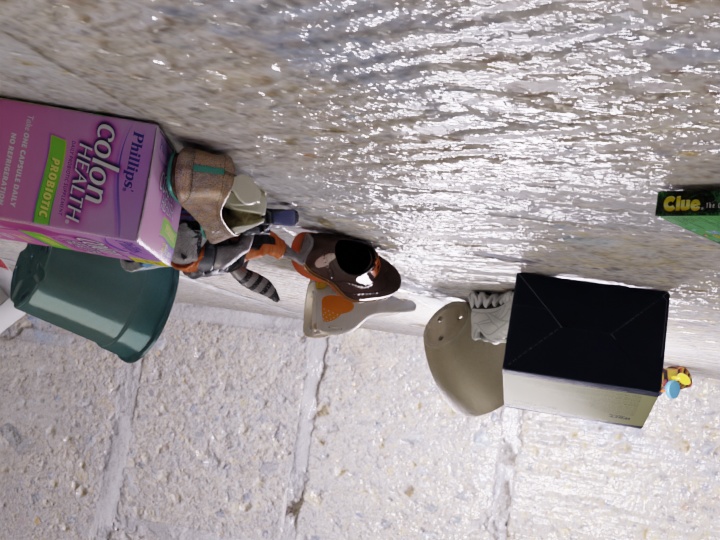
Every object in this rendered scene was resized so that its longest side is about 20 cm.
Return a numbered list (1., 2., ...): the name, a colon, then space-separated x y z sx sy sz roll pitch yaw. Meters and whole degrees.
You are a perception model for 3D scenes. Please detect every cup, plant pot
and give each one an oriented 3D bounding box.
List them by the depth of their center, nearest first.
1. plant pot: -0.406 0.015 1.529 0.195 0.202 0.200 24 166 -34
2. cup: 0.193 0.137 1.805 0.143 0.201 0.200 44 155 -29

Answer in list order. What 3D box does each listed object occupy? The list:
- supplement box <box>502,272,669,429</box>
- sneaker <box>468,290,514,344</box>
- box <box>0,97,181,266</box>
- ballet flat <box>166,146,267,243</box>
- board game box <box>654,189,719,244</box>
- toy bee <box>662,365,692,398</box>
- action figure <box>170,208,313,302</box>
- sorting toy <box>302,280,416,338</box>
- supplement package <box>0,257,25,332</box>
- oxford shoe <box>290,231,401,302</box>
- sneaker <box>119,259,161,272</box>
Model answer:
1. supplement box: 0.297 0.111 1.358 0.198 0.135 0.200 8 160 12
2. sneaker: 0.233 0.074 1.557 0.075 0.082 0.200 14 171 -23
3. box: -0.264 -0.074 0.867 0.198 0.098 0.176 9 174 -2
4. ballet flat: -0.121 -0.063 0.921 0.067 0.069 0.200 1 175 4
5. board game box: 0.319 -0.029 0.767 0.104 0.024 0.199 6 174 45
6. toy bee: 0.768 0.273 2.561 0.130 0.110 0.200 -5 -168 33
7. action figure: -0.136 -0.021 1.143 0.199 0.106 0.193 3 177 37
8. sorting toy: 0.000 0.063 1.757 0.178 0.108 0.200 3 174 -10
9. supplement package: -0.623 0.008 1.563 0.200 0.120 0.121 51 177 6
10. oxford shoe: 0.000 0.000 1.283 0.072 0.072 0.199 -2 168 38
11. sneaker: -0.256 -0.031 1.373 0.086 0.076 0.199 7 177 -41
